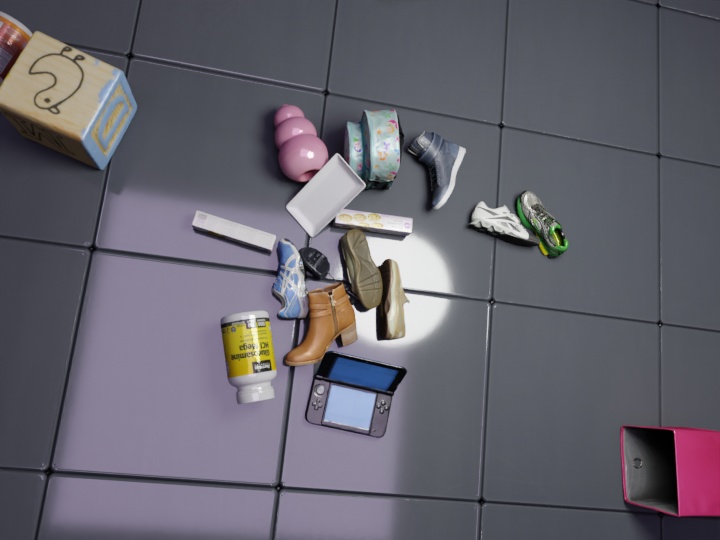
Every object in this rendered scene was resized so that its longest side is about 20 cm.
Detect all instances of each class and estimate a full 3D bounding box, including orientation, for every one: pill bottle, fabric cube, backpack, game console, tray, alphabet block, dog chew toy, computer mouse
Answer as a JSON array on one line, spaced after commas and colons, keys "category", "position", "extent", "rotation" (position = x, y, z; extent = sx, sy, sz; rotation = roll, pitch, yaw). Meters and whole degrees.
[{"category": "pill bottle", "position": [-0.253, 0.198, 1.336], "extent": [0.112, 0.112, 0.200], "rotation": [-8, 82, -13]}, {"category": "fabric cube", "position": [0.800, 0.491, 1.452], "extent": [0.199, 0.200, 0.196], "rotation": [4, 78, -13]}, {"category": "backpack", "position": [0.034, -0.302, 1.441], "extent": [0.150, 0.200, 0.178], "rotation": [-1, 81, -11]}, {"category": "game console", "position": [-0.011, 0.293, 1.365], "extent": [0.200, 0.118, 0.171], "rotation": [14, 77, -8]}, {"category": "tray", "position": [-0.085, -0.183, 1.436], "extent": [0.200, 0.022, 0.107], "rotation": [-42, 90, 24]}, {"category": "pill bottle", "position": [-0.850, -0.484, 1.342], "extent": [0.112, 0.112, 0.200], "rotation": [25, 76, -6]}, {"category": "alphabet block", "position": [-0.654, -0.375, 1.319], "extent": [0.200, 0.196, 0.196], "rotation": [23, 74, -6]}, {"category": "dog chew toy", "position": [-0.158, -0.323, 1.451], "extent": [0.124, 0.125, 0.200], "rotation": [-18, 76, -14]}, {"category": "computer mouse", "position": [-0.078, 0.017, 1.451], "extent": [0.200, 0.034, 0.059], "rotation": [43, 50, -6]}]

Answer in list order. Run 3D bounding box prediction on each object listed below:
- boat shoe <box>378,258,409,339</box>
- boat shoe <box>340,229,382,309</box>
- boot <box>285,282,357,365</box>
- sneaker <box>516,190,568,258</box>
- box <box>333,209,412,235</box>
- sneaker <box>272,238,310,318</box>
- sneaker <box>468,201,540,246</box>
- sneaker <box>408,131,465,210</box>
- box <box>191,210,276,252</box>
[{"category": "boat shoe", "position": [0.086, 0.072, 1.459], "extent": [0.076, 0.072, 0.200], "rotation": [4, 86, -25]}, {"category": "boat shoe", "position": [-0.002, 0.000, 1.452], "extent": [0.073, 0.063, 0.201], "rotation": [-17, 86, -30]}, {"category": "boot", "position": [-0.105, 0.125, 1.373], "extent": [0.200, 0.074, 0.155], "rotation": [-25, 114, -28]}, {"category": "sneaker", "position": [0.495, -0.132, 1.562], "extent": [0.078, 0.085, 0.200], "rotation": [-33, 87, -15]}, {"category": "box", "position": [0.031, -0.122, 1.482], "extent": [0.200, 0.039, 0.041], "rotation": [8, 78, -10]}, {"category": "sneaker", "position": [-0.175, 0.020, 1.403], "extent": [0.077, 0.076, 0.200], "rotation": [-10, 81, -17]}, {"category": "sneaker", "position": [0.392, -0.126, 1.546], "extent": [0.200, 0.074, 0.089], "rotation": [21, 78, -7]}, {"category": "sneaker", "position": [0.181, -0.267, 1.520], "extent": [0.146, 0.077, 0.202], "rotation": [27, 66, -17]}, {"category": "box", "position": [-0.306, -0.094, 1.417], "extent": [0.200, 0.039, 0.041], "rotation": [17, 78, -8]}]
